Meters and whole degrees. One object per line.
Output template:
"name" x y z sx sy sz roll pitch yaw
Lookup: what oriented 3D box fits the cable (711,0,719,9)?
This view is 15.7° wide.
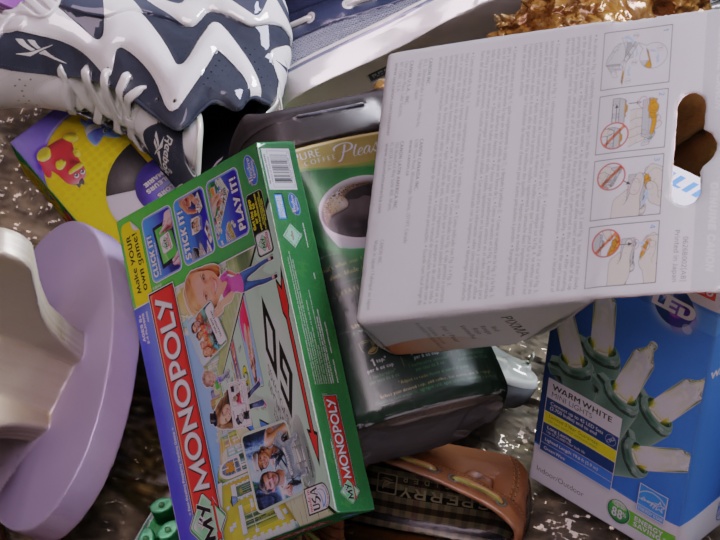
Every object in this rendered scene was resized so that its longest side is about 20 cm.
"cable" 0.135 -0.212 1.599 0.200 0.050 0.097 37 52 24

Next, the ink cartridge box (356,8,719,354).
"ink cartridge box" 0.102 -0.046 1.327 0.200 0.050 0.162 -5 64 24

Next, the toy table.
"toy table" -0.207 0.044 1.448 0.184 0.117 0.200 -44 39 27

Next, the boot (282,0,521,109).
"boot" 0.024 -0.168 1.586 0.200 0.073 0.090 -22 68 -2

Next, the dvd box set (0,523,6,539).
"dvd box set" -0.284 0.143 1.502 0.146 0.029 0.200 -19 63 -2

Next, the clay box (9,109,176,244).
"clay box" -0.104 -0.035 1.554 0.115 0.048 0.200 -38 65 -11

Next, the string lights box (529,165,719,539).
"string lights box" 0.156 0.044 1.389 0.103 0.200 0.059 29 42 31

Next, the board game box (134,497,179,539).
"board game box" -0.076 0.245 1.428 0.200 0.026 0.200 24 70 17

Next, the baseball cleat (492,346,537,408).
"baseball cleat" -0.003 0.060 1.493 0.200 0.070 0.107 20 103 2

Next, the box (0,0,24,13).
"box" -0.203 -0.212 1.647 0.200 0.039 0.137 23 62 17

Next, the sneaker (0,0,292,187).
"sneaker" -0.133 -0.096 1.515 0.199 0.080 0.130 -6 54 -6

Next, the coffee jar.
"coffee jar" 0.000 0.000 1.418 0.104 0.085 0.200 -12 70 -19

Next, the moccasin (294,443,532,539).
"moccasin" -0.007 0.128 1.441 0.201 0.078 0.074 13 109 5

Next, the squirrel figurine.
"squirrel figurine" 0.103 -0.112 1.478 0.187 0.200 0.142 -22 70 -17

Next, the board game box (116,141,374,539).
"board game box" -0.064 0.048 1.390 0.029 0.135 0.200 -1 73 -42
